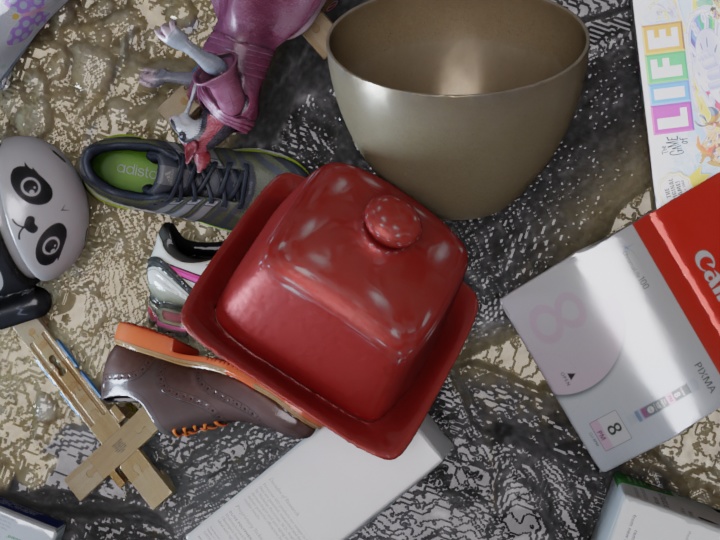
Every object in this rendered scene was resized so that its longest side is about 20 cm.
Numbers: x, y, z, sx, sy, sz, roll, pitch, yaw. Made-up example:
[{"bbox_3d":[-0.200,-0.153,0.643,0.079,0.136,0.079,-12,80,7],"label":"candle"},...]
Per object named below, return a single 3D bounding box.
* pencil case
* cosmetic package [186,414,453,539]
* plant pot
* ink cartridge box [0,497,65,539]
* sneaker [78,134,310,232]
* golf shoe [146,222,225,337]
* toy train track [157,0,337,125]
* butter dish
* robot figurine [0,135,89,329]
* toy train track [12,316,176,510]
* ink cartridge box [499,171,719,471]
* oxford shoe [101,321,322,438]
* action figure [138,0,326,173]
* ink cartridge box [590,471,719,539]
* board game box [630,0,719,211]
[{"bbox_3d":[-0.274,-0.233,1.455,0.091,0.083,0.200,43,95,5],"label":"pencil case"},{"bbox_3d":[-0.029,0.176,1.427,0.200,0.108,0.085,-40,85,4],"label":"cosmetic package"},{"bbox_3d":[0.075,-0.119,1.382,0.199,0.201,0.135,1,121,6],"label":"plant pot"},{"bbox_3d":[-0.369,0.270,1.499,0.199,0.041,0.201,21,94,5],"label":"ink cartridge box"},{"bbox_3d":[-0.136,-0.069,1.445,0.199,0.081,0.074,5,92,6],"label":"sneaker"},{"bbox_3d":[-0.075,0.010,1.436,0.199,0.073,0.093,4,108,6],"label":"golf shoe"},{"bbox_3d":[-0.084,-0.190,1.457,0.200,0.033,0.115,-43,79,11],"label":"toy train track"},{"bbox_3d":[0.000,0.000,1.326,0.199,0.200,0.148,33,138,0],"label":"butter dish"},{"bbox_3d":[-0.318,-0.034,1.442,0.199,0.150,0.125,-15,61,7],"label":"robot figurine"},{"bbox_3d":[-0.219,0.111,1.486,0.115,0.033,0.200,-41,81,13],"label":"toy train track"},{"bbox_3d":[0.231,0.042,1.393,0.200,0.057,0.163,-32,87,31],"label":"ink cartridge box"},{"bbox_3d":[-0.117,0.104,1.406,0.199,0.071,0.073,18,83,30],"label":"oxford shoe"},{"bbox_3d":[-0.091,-0.171,1.398,0.148,0.134,0.201,15,94,-12],"label":"action figure"},{"bbox_3d":[0.279,0.233,1.375,0.199,0.147,0.084,20,92,4],"label":"ink cartridge box"},{"bbox_3d":[0.289,-0.151,1.420,0.134,0.034,0.201,-7,91,7],"label":"board game box"}]
